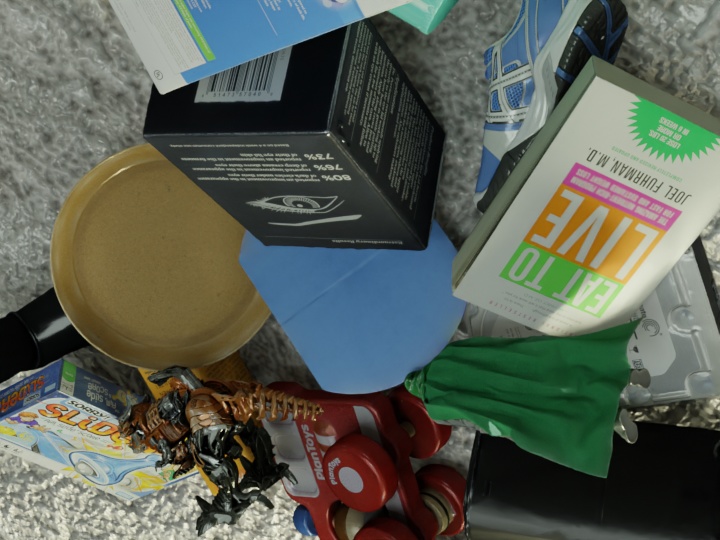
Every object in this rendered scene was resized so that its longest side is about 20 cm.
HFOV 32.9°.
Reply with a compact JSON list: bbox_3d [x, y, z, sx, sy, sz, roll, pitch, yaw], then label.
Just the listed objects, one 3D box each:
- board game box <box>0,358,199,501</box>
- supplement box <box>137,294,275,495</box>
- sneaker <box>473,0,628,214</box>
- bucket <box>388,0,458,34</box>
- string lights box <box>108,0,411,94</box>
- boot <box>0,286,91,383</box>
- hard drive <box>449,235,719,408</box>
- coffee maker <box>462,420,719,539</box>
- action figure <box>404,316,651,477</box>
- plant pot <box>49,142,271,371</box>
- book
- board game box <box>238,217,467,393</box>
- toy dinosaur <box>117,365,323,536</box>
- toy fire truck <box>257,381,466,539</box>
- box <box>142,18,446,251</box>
[{"bbox_3d":[-0.248,0.156,1.156,0.135,0.034,0.200,-26,138,32],"label":"board game box"},{"bbox_3d":[-0.146,0.107,1.133,0.067,0.069,0.200,-21,106,32],"label":"supplement box"},{"bbox_3d":[0.127,-0.128,0.900,0.077,0.076,0.200,45,131,30],"label":"sneaker"},{"bbox_3d":[0.042,-0.264,0.790,0.135,0.207,0.207,36,124,0],"label":"bucket"},{"bbox_3d":[-0.061,-0.186,0.732,0.200,0.059,0.103,-12,115,35],"label":"string lights box"},{"bbox_3d":[-0.318,0.064,1.127,0.198,0.162,0.073,-31,87,32],"label":"boot"},{"bbox_3d":[0.185,0.046,0.970,0.200,0.038,0.140,-12,109,28],"label":"hard drive"},{"bbox_3d":[0.186,0.162,0.942,0.200,0.135,0.192,6,130,14],"label":"coffee maker"},{"bbox_3d":[0.113,0.089,0.908,0.200,0.118,0.055,2,152,41],"label":"action figure"},{"bbox_3d":[-0.165,-0.013,1.053,0.200,0.027,0.200,-1,101,-8],"label":"plant pot"},{"bbox_3d":[0.170,-0.040,0.873,0.134,0.048,0.200,24,124,-11],"label":"book"},{"bbox_3d":[0.000,0.000,1.014,0.158,0.039,0.200,-37,78,11],"label":"board game box"},{"bbox_3d":[-0.123,0.141,1.038,0.200,0.102,0.136,-9,106,52],"label":"toy dinosaur"},{"bbox_3d":[-0.003,0.192,1.090,0.168,0.112,0.200,-2,114,40],"label":"toy fire truck"},{"bbox_3d":[-0.040,-0.099,0.898,0.148,0.104,0.200,2,159,23],"label":"box"}]
